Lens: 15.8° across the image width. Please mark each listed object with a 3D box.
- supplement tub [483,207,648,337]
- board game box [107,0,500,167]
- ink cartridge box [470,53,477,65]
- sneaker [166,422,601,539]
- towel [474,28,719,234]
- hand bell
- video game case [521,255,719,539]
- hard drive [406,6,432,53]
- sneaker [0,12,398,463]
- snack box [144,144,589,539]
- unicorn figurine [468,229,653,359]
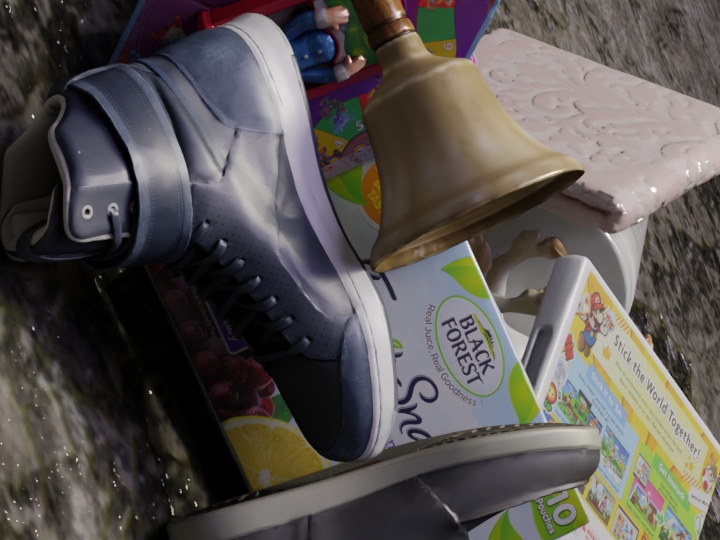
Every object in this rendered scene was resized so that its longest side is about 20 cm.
[{"bbox_3d":[0.115,-0.029,1.630,0.132,0.131,0.200,63,21,-17],"label":"supplement tub"},{"bbox_3d":[-0.027,-0.097,1.201,0.157,0.200,0.039,21,25,-18],"label":"board game box"},{"bbox_3d":[0.000,-0.052,1.360,0.042,0.119,0.200,60,20,-28],"label":"ink cartridge box"},{"bbox_3d":[0.021,0.135,1.151,0.075,0.199,0.107,167,-92,-80],"label":"sneaker"},{"bbox_3d":[0.118,-0.085,1.561,0.200,0.190,0.032,-29,136,-54],"label":"towel"},{"bbox_3d":[0.011,-0.111,1.146,0.201,0.104,0.104,65,19,7],"label":"hand bell"},{"bbox_3d":[0.130,0.123,1.410,0.200,0.023,0.183,51,50,-41],"label":"video game case"},{"bbox_3d":[-0.030,-0.130,1.315,0.200,0.027,0.132,22,-31,56],"label":"hard drive"},{"bbox_3d":[-0.073,0.003,1.107,0.146,0.077,0.203,-20,90,-37],"label":"sneaker"},{"bbox_3d":[0.003,0.055,1.214,0.201,0.142,0.053,65,-5,-9],"label":"snack box"},{"bbox_3d":[0.101,0.068,1.531,0.200,0.137,0.074,54,29,2],"label":"unicorn figurine"}]
